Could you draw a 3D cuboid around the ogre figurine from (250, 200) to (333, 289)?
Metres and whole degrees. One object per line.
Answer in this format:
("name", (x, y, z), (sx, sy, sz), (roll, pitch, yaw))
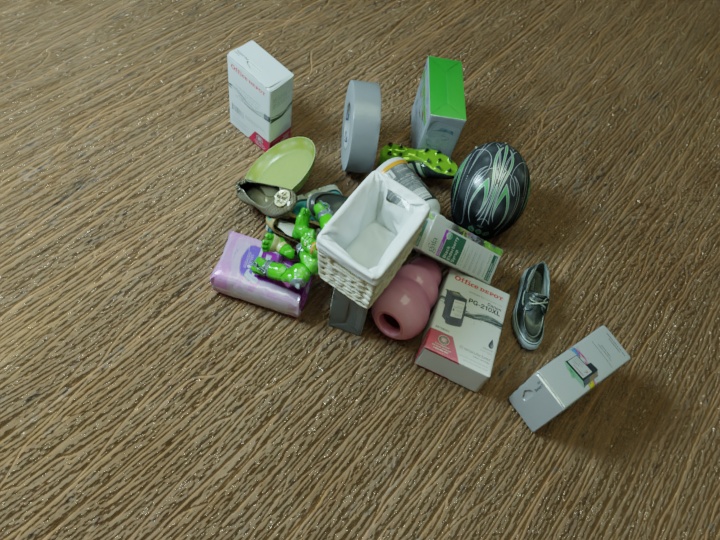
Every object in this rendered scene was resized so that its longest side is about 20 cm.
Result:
("ogre figurine", (-0.108, -0.044, 1.118), (0.119, 0.100, 0.198), (35, 47, 27))

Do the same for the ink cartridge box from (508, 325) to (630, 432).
("ink cartridge box", (0.407, 0.215, 1.127), (0.196, 0.146, 0.085), (-26, 66, -24))

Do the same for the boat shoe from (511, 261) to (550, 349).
("boat shoe", (0.376, 0.069, 1.251), (0.070, 0.072, 0.205), (13, 58, -3))

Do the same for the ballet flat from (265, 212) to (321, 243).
("ballet flat", (-0.110, -0.073, 1.216), (0.194, 0.071, 0.063), (18, 13, -20))

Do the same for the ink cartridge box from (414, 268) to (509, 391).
("ink cartridge box", (0.212, 0.119, 1.180), (0.141, 0.085, 0.204), (23, 57, 3))

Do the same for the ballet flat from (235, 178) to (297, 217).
("ballet flat", (-0.202, -0.158, 1.190), (0.197, 0.047, 0.068), (23, 69, 44))

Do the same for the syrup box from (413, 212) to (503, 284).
("syrup box", (0.196, -0.049, 1.204), (0.196, 0.081, 0.081), (24, 92, -29))

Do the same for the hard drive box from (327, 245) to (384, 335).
("hard drive box", (0.000, 0.000, 1.167), (0.074, 0.158, 0.205), (16, 56, 1))

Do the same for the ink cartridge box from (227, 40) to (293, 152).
("ink cartridge box", (-0.232, -0.398, 1.329), (0.144, 0.202, 0.083), (41, 60, 15))

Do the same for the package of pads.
("package of pads", (-0.197, 0.008, 1.169), (0.194, 0.076, 0.124), (17, 60, -1))

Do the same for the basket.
("basket", (0.019, -0.053, 1.036), (0.133, 0.125, 0.201), (32, 58, 11))

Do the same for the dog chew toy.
("dog chew toy", (0.105, 0.047, 1.187), (0.123, 0.126, 0.201), (33, 50, 10))

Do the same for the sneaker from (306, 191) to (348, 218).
("sneaker", (-0.013, -0.131, 1.235), (0.194, 0.106, 0.078), (14, 80, -24))

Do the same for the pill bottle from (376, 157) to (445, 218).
("pill bottle", (0.111, -0.147, 1.301), (0.114, 0.117, 0.202), (-26, 68, -24))

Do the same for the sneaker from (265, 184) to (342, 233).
("sneaker", (-0.118, -0.126, 1.269), (0.196, 0.078, 0.081), (-26, 80, -21))

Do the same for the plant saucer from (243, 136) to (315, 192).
("plant saucer", (-0.178, -0.215, 1.280), (0.194, 0.031, 0.205), (-19, 46, 20))

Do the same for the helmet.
("helmet", (0.299, -0.186, 1.316), (0.192, 0.193, 0.206), (5, 58, -7))

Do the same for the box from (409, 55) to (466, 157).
("box", (0.187, -0.387, 1.423), (0.093, 0.178, 0.206), (6, 57, -6))

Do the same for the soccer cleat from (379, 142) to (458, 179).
("soccer cleat", (0.139, -0.254, 1.388), (0.193, 0.082, 0.069), (14, 59, 0))

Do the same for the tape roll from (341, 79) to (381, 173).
("tape roll", (-0.001, -0.334, 1.339), (0.064, 0.202, 0.206), (3, 58, -9))
